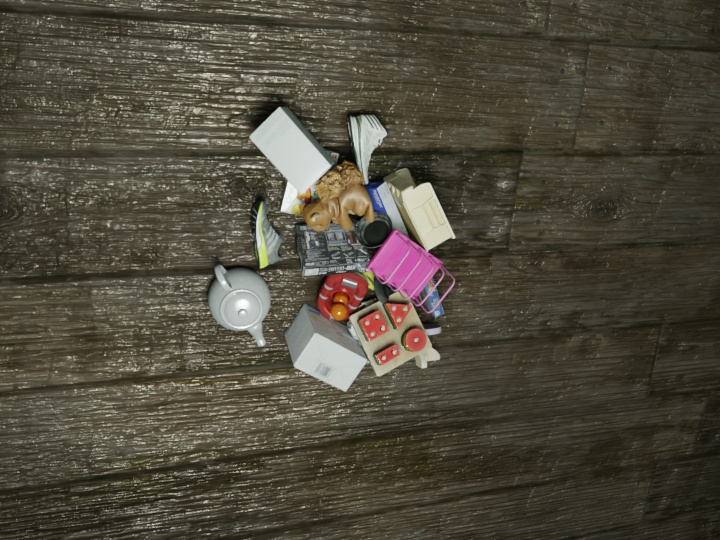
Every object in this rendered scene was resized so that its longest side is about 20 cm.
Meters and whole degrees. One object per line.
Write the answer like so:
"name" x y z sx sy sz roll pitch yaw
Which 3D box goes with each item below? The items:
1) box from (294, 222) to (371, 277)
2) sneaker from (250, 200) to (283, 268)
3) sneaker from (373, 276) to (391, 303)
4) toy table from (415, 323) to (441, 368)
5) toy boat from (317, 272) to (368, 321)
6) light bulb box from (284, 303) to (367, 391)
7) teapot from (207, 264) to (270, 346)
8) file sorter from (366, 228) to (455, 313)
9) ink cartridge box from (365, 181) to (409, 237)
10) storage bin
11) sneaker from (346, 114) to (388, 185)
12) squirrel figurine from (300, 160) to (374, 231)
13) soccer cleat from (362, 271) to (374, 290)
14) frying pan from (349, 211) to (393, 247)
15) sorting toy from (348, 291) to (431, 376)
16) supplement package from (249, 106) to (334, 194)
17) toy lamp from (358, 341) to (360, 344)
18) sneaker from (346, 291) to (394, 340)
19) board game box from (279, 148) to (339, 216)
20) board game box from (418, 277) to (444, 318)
"box" -0.083 -0.065 1.675 0.198 0.159 0.050 -6 145 -15
"sneaker" -0.268 -0.108 1.659 0.080 0.074 0.202 -12 119 -22
"sneaker" 0.096 0.002 1.751 0.104 0.201 0.060 -24 132 23
"toy table" 0.167 0.240 1.866 0.198 0.184 0.118 -2 94 -6
"toy boat" -0.060 0.092 1.724 0.129 0.132 0.201 19 140 -9
"light bulb box" -0.109 0.231 1.754 0.197 0.200 0.125 31 101 -24
"teapot" -0.347 0.093 1.661 0.198 0.146 0.199 15 105 -20
"file sorter" 0.147 0.008 1.627 0.199 0.126 0.139 32 101 -31
"ink cartridge box" 0.069 -0.166 1.713 0.044 0.094 0.201 -40 119 -30
"storage bin" 0.163 -0.184 1.680 0.093 0.200 0.200 -30 115 -1
"sneaker" 0.031 -0.346 1.647 0.114 0.076 0.202 -12 110 -10
"squirrel figurine" -0.077 -0.202 1.601 0.185 0.142 0.201 -20 134 -13
"soccer cleat" 0.000 0.000 1.773 0.199 0.065 0.084 22 107 -21
"frying pan" 0.007 -0.115 1.678 0.031 0.188 0.116 47 48 -59
"sorting toy" 0.098 0.184 1.738 0.198 0.070 0.201 -26 89 -15
"supplement package" -0.178 -0.321 1.538 0.117 0.117 0.200 -41 99 12
"toy lamp" 0.015 0.209 1.862 0.058 0.058 0.201 33 99 -24
"sneaker" 0.035 0.124 1.799 0.200 0.073 0.071 -51 127 -23
"board game box" -0.148 -0.254 1.651 0.125 0.035 0.202 10 106 -19
"board game box" 0.197 0.033 1.807 0.034 0.135 0.201 -23 116 -6
